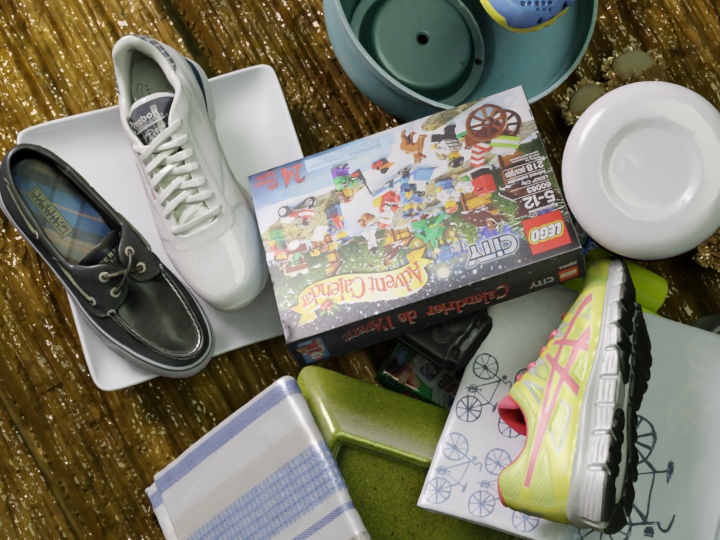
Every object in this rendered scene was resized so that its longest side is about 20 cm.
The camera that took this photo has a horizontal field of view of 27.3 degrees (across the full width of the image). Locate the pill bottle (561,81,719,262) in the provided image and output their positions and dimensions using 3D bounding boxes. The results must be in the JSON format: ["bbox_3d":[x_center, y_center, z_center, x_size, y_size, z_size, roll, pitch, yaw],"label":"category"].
[{"bbox_3d":[0.196,-0.062,1.016,0.111,0.200,0.114,0,89,9],"label":"pill bottle"}]

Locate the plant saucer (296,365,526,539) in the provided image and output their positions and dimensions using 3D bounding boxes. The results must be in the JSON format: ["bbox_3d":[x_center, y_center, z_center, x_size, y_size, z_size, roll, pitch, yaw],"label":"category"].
[{"bbox_3d":[0.024,0.191,1.008,0.198,0.048,0.201,18,94,-5],"label":"plant saucer"}]

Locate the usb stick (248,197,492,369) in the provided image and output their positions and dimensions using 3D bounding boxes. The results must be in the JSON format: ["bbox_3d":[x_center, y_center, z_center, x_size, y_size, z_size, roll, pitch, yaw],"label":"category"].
[{"bbox_3d":[0.000,0.000,1.026,0.199,0.033,0.056,33,72,22],"label":"usb stick"}]

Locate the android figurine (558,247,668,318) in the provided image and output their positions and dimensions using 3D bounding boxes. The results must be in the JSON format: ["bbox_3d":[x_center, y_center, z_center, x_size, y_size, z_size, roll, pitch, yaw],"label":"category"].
[{"bbox_3d":[0.165,0.075,1.078,0.199,0.041,0.183,26,74,-23],"label":"android figurine"}]

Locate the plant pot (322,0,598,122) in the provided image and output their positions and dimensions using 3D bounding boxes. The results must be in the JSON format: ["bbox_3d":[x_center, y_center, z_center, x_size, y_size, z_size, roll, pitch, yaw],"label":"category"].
[{"bbox_3d":[0.059,-0.189,1.102,0.199,0.134,0.202,4,75,-13],"label":"plant pot"}]

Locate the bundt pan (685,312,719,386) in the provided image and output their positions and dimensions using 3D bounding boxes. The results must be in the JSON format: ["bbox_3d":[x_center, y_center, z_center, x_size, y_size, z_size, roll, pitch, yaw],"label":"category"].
[{"bbox_3d":[0.281,0.120,1.074,0.201,0.076,0.204,4,83,-31],"label":"bundt pan"}]

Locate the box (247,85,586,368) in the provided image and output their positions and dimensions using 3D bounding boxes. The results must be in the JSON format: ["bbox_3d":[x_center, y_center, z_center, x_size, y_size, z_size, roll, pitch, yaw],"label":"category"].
[{"bbox_3d":[0.034,-0.031,0.985,0.199,0.038,0.137,-18,57,4],"label":"box"}]

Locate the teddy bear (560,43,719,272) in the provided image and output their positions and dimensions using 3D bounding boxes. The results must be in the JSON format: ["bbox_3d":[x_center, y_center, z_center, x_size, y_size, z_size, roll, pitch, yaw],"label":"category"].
[{"bbox_3d":[0.244,-0.086,1.158,0.199,0.067,0.145,33,58,2],"label":"teddy bear"}]

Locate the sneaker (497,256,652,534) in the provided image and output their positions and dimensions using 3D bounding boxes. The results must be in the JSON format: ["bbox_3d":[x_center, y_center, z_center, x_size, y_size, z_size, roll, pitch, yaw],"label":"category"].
[{"bbox_3d":[0.131,0.071,0.943,0.090,0.078,0.201,-5,46,26],"label":"sneaker"}]

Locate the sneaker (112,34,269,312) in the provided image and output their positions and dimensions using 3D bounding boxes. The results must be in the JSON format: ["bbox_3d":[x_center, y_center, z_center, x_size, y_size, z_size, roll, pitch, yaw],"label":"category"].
[{"bbox_3d":[-0.124,-0.066,1.019,0.076,0.081,0.201,-25,77,5],"label":"sneaker"}]

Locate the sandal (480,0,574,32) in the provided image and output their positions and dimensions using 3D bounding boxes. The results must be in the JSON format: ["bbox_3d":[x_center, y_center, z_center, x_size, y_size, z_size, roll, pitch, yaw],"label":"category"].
[{"bbox_3d":[0.155,-0.246,1.026,0.079,0.087,0.200,42,72,-3],"label":"sandal"}]

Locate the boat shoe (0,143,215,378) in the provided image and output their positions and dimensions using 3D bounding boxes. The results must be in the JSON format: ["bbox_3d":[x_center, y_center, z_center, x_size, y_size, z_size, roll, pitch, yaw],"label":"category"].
[{"bbox_3d":[-0.177,-0.006,1.014,0.200,0.057,0.069,45,72,2],"label":"boat shoe"}]

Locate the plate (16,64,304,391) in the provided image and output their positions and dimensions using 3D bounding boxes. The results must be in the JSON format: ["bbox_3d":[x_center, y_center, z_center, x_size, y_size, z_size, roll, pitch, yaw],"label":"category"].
[{"bbox_3d":[-0.126,-0.032,1.078,0.198,0.032,0.201,-17,80,-16],"label":"plate"}]

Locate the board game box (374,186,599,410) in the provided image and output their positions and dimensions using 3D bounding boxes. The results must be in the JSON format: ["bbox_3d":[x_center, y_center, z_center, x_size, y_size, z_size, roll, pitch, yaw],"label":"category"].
[{"bbox_3d":[0.113,0.026,1.114,0.134,0.029,0.201,30,72,-4],"label":"board game box"}]

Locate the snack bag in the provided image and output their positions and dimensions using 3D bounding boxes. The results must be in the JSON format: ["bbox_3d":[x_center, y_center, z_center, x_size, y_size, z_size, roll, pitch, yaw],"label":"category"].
[{"bbox_3d":[0.159,0.103,0.975,0.199,0.021,0.190,17,64,14],"label":"snack bag"}]

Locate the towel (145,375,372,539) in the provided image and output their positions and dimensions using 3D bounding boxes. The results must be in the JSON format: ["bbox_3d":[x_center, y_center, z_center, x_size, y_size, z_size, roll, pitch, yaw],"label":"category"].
[{"bbox_3d":[-0.056,0.187,0.974,0.147,0.024,0.201,-39,62,22],"label":"towel"}]
